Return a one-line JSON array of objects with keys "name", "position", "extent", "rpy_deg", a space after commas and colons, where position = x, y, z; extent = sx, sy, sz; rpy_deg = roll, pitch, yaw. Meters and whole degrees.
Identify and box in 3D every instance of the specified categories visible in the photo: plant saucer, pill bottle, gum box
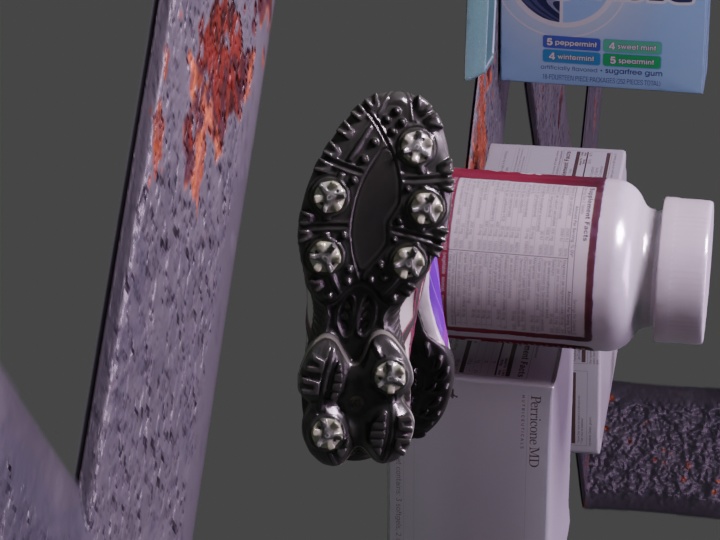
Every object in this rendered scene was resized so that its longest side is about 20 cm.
[{"name": "plant saucer", "position": [0.092, -0.243, 2.100], "extent": [0.070, 0.019, 0.201], "rpy_deg": [-56, 150, -72]}, {"name": "pill bottle", "position": [0.120, -0.006, 1.790], "extent": [0.110, 0.199, 0.110], "rpy_deg": [4, 90, -82]}, {"name": "gum box", "position": [0.198, -0.244, 2.290], "extent": [0.045, 0.169, 0.201], "rpy_deg": [-71, 163, -57]}]

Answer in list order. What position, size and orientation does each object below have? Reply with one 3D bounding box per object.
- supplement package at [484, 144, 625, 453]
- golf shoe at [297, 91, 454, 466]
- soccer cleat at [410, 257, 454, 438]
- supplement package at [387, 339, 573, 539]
[{"name": "supplement package", "position": [0.139, 0.019, 2.169], "extent": [0.200, 0.110, 0.156], "rpy_deg": [-70, 162, -58]}, {"name": "golf shoe", "position": [0.000, 0.000, 1.486], "extent": [0.088, 0.077, 0.201], "rpy_deg": [-102, -159, -76]}, {"name": "soccer cleat", "position": [0.018, 0.011, 1.593], "extent": [0.073, 0.068, 0.201], "rpy_deg": [-82, 169, -47]}, {"name": "supplement package", "position": [0.083, 0.122, 1.907], "extent": [0.156, 0.110, 0.201], "rpy_deg": [-70, 161, -61]}]
